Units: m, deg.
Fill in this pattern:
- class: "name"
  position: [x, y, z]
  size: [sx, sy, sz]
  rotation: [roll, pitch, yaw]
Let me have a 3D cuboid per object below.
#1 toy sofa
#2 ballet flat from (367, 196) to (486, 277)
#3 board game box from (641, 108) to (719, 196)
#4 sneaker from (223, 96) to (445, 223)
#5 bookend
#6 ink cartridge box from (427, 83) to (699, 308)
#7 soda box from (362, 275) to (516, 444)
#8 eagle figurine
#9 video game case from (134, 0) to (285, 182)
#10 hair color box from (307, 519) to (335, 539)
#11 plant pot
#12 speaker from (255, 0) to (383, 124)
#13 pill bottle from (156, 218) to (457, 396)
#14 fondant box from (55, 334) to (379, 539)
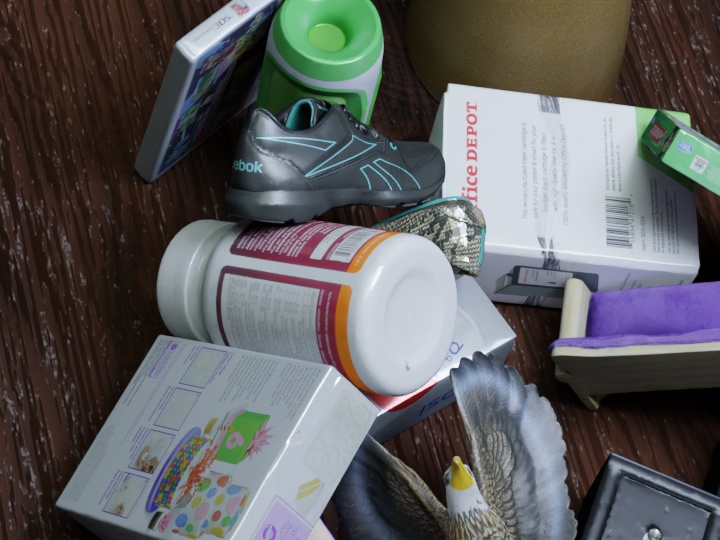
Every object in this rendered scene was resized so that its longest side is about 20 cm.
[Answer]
- class: "toy sofa"
  position: [0.240, 0.041, 1.477]
  size: [0.198, 0.098, 0.084]
  rotation: [-6, 59, 28]
- class: "ballet flat"
  position: [0.000, 0.000, 1.488]
  size: [0.198, 0.068, 0.076]
  rotation: [-11, 67, 26]
- class: "board game box"
  position: [0.303, -0.050, 1.496]
  size: [0.199, 0.135, 0.029]
  rotation: [31, 100, -4]
- class: "sneaker"
  position: [-0.010, -0.082, 1.431]
  size: [0.075, 0.080, 0.199]
  rotation: [9, 14, 42]
- class: "bookend"
  position: [0.248, 0.173, 1.460]
  size: [0.197, 0.092, 0.201]
  rotation: [23, 59, 4]
- class: "ink cartridge box"
  position: [0.153, -0.053, 1.574]
  size: [0.198, 0.084, 0.147]
  rotation: [6, 60, -7]
- class: "soda box"
  position: [0.014, 0.083, 1.485]
  size: [0.199, 0.068, 0.064]
  rotation: [-28, 69, -23]
- class: "eagle figurine"
  position: [0.072, 0.166, 1.353]
  size: [0.150, 0.152, 0.201]
  rotation: [9, 29, -20]
- class: "video game case"
  position: [-0.085, -0.164, 1.529]
  size: [0.023, 0.200, 0.182]
  rotation: [46, 63, 7]
- class: "hair color box"
  position: [-0.033, 0.263, 1.379]
  size: [0.109, 0.065, 0.201]
  rotation: [-29, 71, -23]
- class: "plant pot"
  position: [0.143, -0.239, 1.612]
  size: [0.184, 0.201, 0.188]
  rotation: [5, 60, -8]
- class: "speaker"
  position: [-0.035, -0.125, 1.515]
  size: [0.087, 0.201, 0.089]
  rotation: [4, 60, -7]
- class: "pill bottle"
  position: [-0.040, 0.020, 1.409]
  size: [0.199, 0.110, 0.110]
  rotation: [9, 51, 39]
- class: "fondant box"
  position: [-0.099, 0.126, 1.364]
  size: [0.058, 0.199, 0.145]
  rotation: [43, 68, -33]
